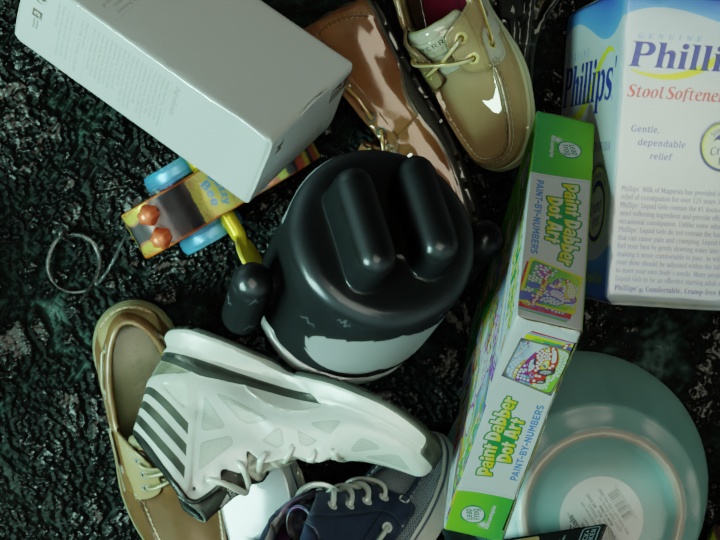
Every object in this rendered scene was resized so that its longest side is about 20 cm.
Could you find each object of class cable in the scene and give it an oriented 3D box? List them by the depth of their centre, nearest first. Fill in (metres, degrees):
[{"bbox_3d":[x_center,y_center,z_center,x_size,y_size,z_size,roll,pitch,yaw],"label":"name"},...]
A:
[{"bbox_3d":[0.114,-0.179,1.255,0.097,0.050,0.200,-2,103,-3],"label":"cable"}]

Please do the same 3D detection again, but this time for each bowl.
[{"bbox_3d":[0.158,0.159,1.235,0.200,0.105,0.201,0,92,-5],"label":"bowl"}]

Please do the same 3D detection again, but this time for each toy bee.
[{"bbox_3d":[-0.113,-0.037,1.202,0.131,0.109,0.200,39,89,-7],"label":"toy bee"}]

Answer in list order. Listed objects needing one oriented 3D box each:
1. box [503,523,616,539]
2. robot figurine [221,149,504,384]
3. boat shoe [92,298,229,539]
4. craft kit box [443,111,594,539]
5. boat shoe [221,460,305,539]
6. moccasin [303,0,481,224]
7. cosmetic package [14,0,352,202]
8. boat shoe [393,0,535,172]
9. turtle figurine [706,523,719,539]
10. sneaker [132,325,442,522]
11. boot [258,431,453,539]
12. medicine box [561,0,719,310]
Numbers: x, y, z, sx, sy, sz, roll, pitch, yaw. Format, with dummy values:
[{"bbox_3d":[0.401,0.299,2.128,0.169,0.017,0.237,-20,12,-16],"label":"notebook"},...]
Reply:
[{"bbox_3d":[0.095,0.243,1.186,0.200,0.060,0.117,-14,119,34],"label":"box"},{"bbox_3d":[0.002,0.001,1.143,0.150,0.200,0.125,25,65,-4],"label":"robot figurine"},{"bbox_3d":[-0.141,0.120,1.223,0.076,0.074,0.200,-19,94,-3],"label":"boat shoe"},{"bbox_3d":[0.103,0.035,1.138,0.048,0.200,0.198,15,132,-3],"label":"craft kit box"},{"bbox_3d":[-0.056,0.219,1.240,0.072,0.066,0.200,-12,91,18],"label":"boat shoe"},{"bbox_3d":[0.022,-0.088,1.229,0.078,0.074,0.202,-29,98,6],"label":"moccasin"},{"bbox_3d":[-0.117,-0.145,1.173,0.200,0.074,0.102,37,52,9],"label":"cosmetic package"},{"bbox_3d":[0.059,-0.161,1.211,0.074,0.066,0.200,-24,84,34],"label":"boat shoe"},{"bbox_3d":[0.328,0.205,1.241,0.161,0.200,0.064,26,57,9],"label":"turtle figurine"},{"bbox_3d":[-0.054,0.122,1.157,0.200,0.076,0.115,19,72,10],"label":"sneaker"},{"bbox_3d":[-0.003,0.164,1.190,0.090,0.073,0.200,54,47,-28],"label":"boot"},{"bbox_3d":[0.199,-0.079,1.188,0.103,0.182,0.200,3,92,-5],"label":"medicine box"}]
